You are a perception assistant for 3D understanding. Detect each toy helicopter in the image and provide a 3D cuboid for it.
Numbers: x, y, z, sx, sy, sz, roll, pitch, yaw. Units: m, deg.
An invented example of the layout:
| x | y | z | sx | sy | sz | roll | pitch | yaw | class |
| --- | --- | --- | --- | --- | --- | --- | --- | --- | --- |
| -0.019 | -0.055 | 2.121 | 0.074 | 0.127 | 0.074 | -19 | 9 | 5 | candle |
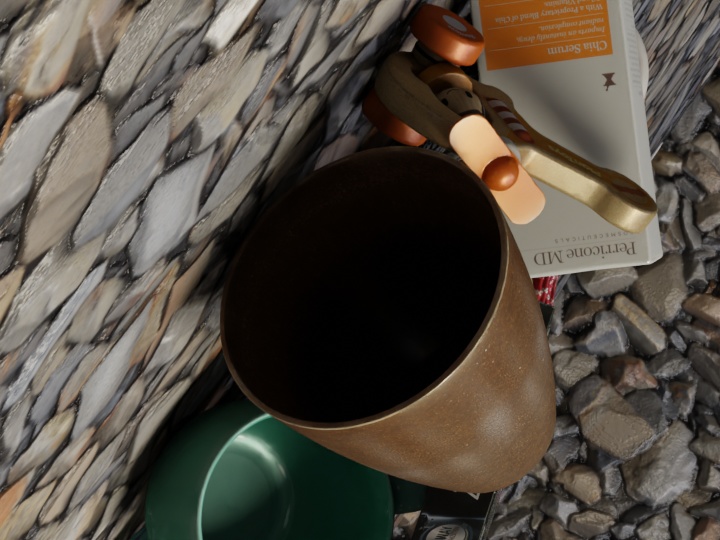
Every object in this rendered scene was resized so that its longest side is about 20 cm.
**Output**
| x | y | z | sx | sy | sz | roll | pitch | yaw | class |
| --- | --- | --- | --- | --- | --- | --- | --- | --- | --- |
| 0.098 | -0.074 | 1.511 | 0.079 | 0.200 | 0.132 | -57 | -164 | 20 | toy helicopter |

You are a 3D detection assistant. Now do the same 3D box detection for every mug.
| x | y | z | sx | sy | sz | roll | pitch | yaw | class |
| --- | --- | --- | --- | --- | --- | --- | --- | --- | --- |
| -0.058 | 0.171 | 1.688 | 0.114 | 0.185 | 0.152 | 0 | -116 | 59 | mug |

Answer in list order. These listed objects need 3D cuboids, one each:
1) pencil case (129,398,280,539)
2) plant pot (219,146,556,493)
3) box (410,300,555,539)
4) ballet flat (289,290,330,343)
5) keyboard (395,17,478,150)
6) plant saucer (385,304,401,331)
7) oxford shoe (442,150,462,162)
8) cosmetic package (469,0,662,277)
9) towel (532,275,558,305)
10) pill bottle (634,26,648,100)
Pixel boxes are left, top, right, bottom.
| x | y | z | sx | sy | sz | roll | pitch | yaw | class |
| --- | --- | --- | --- | --- | --- | --- | --- | --- | --- |
| -0.097 | 0.168 | 1.785 | 0.200 | 0.085 | 0.092 | -50 | -151 | -22 | pencil case |
| 0.042 | 0.056 | 1.510 | 0.187 | 0.187 | 0.200 | -53 | 141 | -10 | plant pot |
| 0.078 | 0.133 | 1.675 | 0.160 | 0.043 | 0.200 | 93 | 16 | -68 | box |
| -0.016 | -0.006 | 1.616 | 0.200 | 0.069 | 0.070 | -45 | 167 | -50 | ballet flat |
| 0.064 | -0.121 | 1.769 | 0.127 | 0.021 | 0.200 | -46 | 169 | -44 | keyboard |
| 0.040 | 0.015 | 1.687 | 0.200 | 0.027 | 0.200 | -54 | 167 | -18 | plant saucer |
| 0.043 | -0.010 | 1.870 | 0.200 | 0.084 | 0.073 | -54 | 170 | -17 | oxford shoe |
| 0.134 | -0.099 | 1.614 | 0.071 | 0.101 | 0.200 | -15 | 98 | -77 | cosmetic package |
| 0.126 | -0.011 | 1.966 | 0.145 | 0.022 | 0.200 | 1 | -102 | 67 | towel |
| 0.148 | -0.122 | 1.774 | 0.114 | 0.114 | 0.200 | -54 | 171 | -5 | pill bottle |
